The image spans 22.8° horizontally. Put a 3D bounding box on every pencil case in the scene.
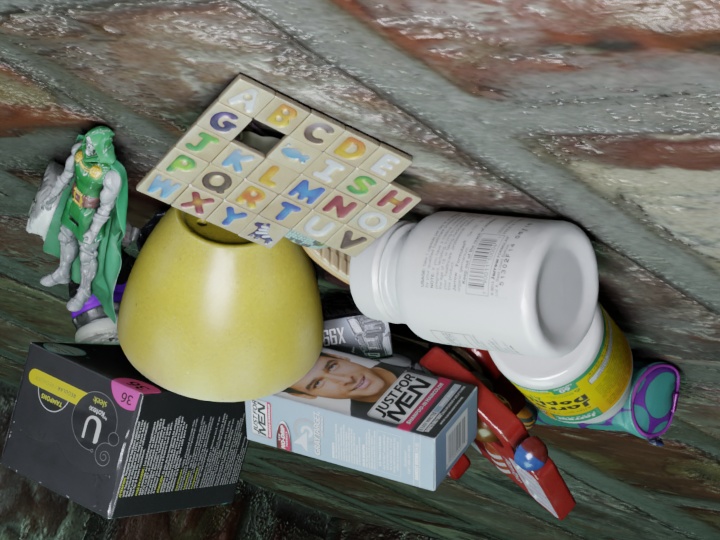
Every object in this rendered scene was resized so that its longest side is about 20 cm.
[{"bbox_3d":[0.245,0.133,1.910,0.199,0.086,0.092,4,165,46],"label":"pencil case"}]

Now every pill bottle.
[{"bbox_3d":[0.093,0.008,1.525,0.199,0.115,0.114,7,163,39],"label":"pill bottle"},{"bbox_3d":[0.197,0.081,1.698,0.112,0.114,0.200,11,166,24],"label":"pill bottle"}]

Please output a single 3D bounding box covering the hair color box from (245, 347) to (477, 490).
[{"bbox_3d":[0.000,0.134,1.676,0.199,0.061,0.099,12,-149,24],"label":"hair color box"}]

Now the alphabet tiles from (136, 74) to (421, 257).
[{"bbox_3d":[-0.058,-0.072,1.460,0.199,0.008,0.167,24,137,-26],"label":"alphabet tiles"}]

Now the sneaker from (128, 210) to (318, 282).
[{"bbox_3d":[-0.150,-0.013,1.824,0.198,0.080,0.129,22,179,28],"label":"sneaker"}]

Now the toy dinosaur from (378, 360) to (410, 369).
[{"bbox_3d":[-0.017,0.121,1.803,0.199,0.059,0.101,-5,-175,29],"label":"toy dinosaur"}]

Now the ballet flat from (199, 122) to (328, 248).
[{"bbox_3d":[-0.061,-0.073,1.514,0.071,0.070,0.200,-9,151,38],"label":"ballet flat"}]

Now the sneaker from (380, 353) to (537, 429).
[{"bbox_3d":[0.085,0.165,1.892,0.198,0.113,0.078,12,150,4],"label":"sneaker"}]

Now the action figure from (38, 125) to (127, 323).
[{"bbox_3d":[-0.259,-0.055,1.675,0.118,0.055,0.201,38,132,24],"label":"action figure"}]

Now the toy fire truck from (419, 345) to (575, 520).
[{"bbox_3d":[0.132,0.156,1.760,0.168,0.112,0.200,36,166,33],"label":"toy fire truck"}]

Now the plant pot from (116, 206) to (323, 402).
[{"bbox_3d":[-0.127,0.003,1.668,0.198,0.201,0.143,15,130,9],"label":"plant pot"}]

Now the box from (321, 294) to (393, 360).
[{"bbox_3d":[-0.057,0.066,1.856,0.156,0.050,0.200,-9,-174,-6],"label":"box"}]

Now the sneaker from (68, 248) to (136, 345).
[{"bbox_3d":[-0.231,0.024,1.837,0.069,0.100,0.200,-25,168,24],"label":"sneaker"}]

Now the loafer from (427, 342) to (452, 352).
[{"bbox_3d":[0.142,0.084,1.888,0.072,0.063,0.199,26,164,-32],"label":"loafer"}]

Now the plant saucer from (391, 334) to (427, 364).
[{"bbox_3d":[0.030,0.111,2.036,0.199,0.051,0.200,18,-173,-2],"label":"plant saucer"}]

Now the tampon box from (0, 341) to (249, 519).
[{"bbox_3d":[-0.220,0.151,1.735,0.149,0.127,0.200,19,-173,30],"label":"tampon box"}]

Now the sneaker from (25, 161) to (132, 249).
[{"bbox_3d":[-0.281,-0.056,1.832,0.099,0.078,0.200,20,176,2],"label":"sneaker"}]

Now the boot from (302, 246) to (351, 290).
[{"bbox_3d":[0.000,0.000,1.702,0.199,0.073,0.166,19,165,-25],"label":"boot"}]
